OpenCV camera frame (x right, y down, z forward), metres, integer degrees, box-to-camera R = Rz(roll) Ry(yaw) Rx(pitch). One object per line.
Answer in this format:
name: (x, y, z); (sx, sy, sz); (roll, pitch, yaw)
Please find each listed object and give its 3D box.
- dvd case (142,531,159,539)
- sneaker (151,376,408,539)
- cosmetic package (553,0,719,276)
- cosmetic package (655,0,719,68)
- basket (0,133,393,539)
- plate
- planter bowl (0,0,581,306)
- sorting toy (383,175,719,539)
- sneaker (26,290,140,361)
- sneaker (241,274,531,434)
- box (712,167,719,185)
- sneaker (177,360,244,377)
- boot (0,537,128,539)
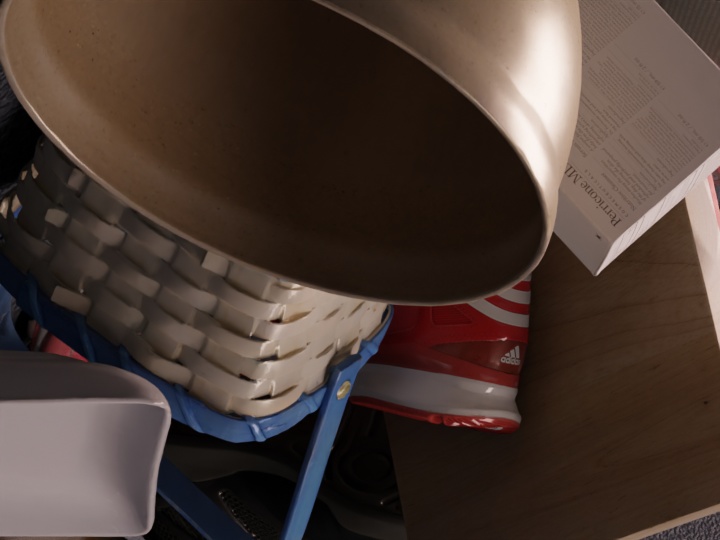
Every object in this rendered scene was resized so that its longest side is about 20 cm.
dvd case: (-0.066, 0.090, 1.342); (0.146, 0.200, 0.022); (-42, 141, -3)
sneaker: (-0.025, 0.116, 1.223); (0.076, 0.199, 0.115); (-62, 152, -42)
cosmetic package: (0.056, -0.100, 0.977); (0.082, 0.200, 0.051); (-39, 170, -15)
cosmetic package: (0.162, -0.169, 1.103); (0.107, 0.200, 0.090); (-44, 173, -10)
basket: (-0.070, 0.011, 1.035); (0.139, 0.176, 0.200); (-33, 156, -51)
plate: (-0.179, 0.068, 1.006); (0.199, 0.032, 0.200); (2, 159, -6)
planter bowl: (-0.008, -0.097, 0.861); (0.200, 0.199, 0.135); (115, -2, -64)
sorting toy: (0.097, 0.027, 1.101); (0.069, 0.200, 0.200); (4, 159, -42)
sneaker: (-0.085, 0.006, 1.205); (0.200, 0.087, 0.074); (-46, 169, 22)
sneaker: (0.000, 0.000, 1.117); (0.078, 0.199, 0.116); (16, 88, -56)
box: (0.177, -0.115, 1.477); (0.095, 0.103, 0.200); (-45, -170, -11)
sneaker: (-0.049, -0.023, 1.273); (0.079, 0.129, 0.200); (-15, 113, -66)
boot: (-0.142, 0.117, 1.232); (0.097, 0.075, 0.200); (-39, 134, 21)
